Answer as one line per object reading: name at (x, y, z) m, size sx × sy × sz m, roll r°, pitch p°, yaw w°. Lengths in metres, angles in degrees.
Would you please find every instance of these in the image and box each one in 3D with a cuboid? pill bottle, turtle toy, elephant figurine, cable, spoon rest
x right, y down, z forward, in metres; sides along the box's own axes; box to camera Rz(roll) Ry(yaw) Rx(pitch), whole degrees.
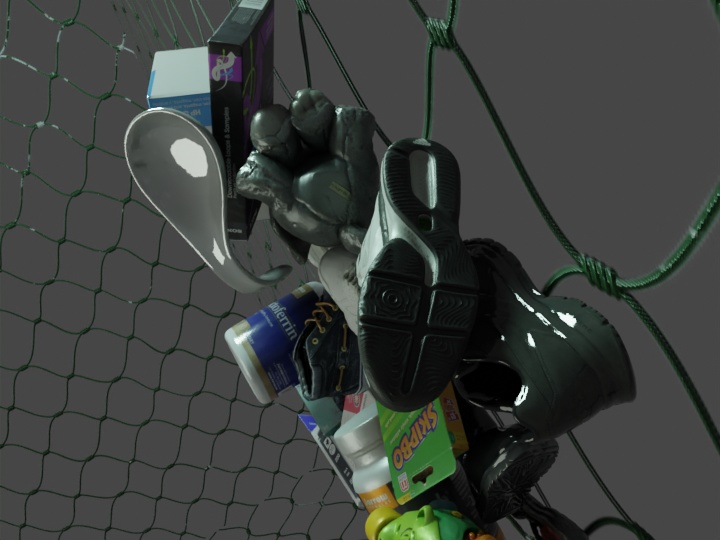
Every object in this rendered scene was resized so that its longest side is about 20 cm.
pill bottle at (-0.080, 0.088, 0.996) m, size 0.116 × 0.198 × 0.116 m, roll 54°, pitch 165°, yaw 22°
turtle toy at (0.088, 0.296, 0.642) m, size 0.145 × 0.100 × 0.203 m, roll 21°, pitch 129°, yaw 64°
elephant figurine at (-0.037, -0.080, 0.683) m, size 0.200 × 0.139 × 0.158 m, roll 91°, pitch -170°, yaw -81°
cable at (0.168, 0.250, 0.689) m, size 0.098 × 0.050 × 0.200 m, roll 60°, pitch 168°, yaw -24°
pill bottle at (0.061, 0.239, 0.761) m, size 0.202 × 0.115 × 0.116 m, roll 58°, pitch 167°, yaw 2°
spoon rest at (-0.139, -0.056, 0.646) m, size 0.201 × 0.098 × 0.061 m, roll 55°, pitch -147°, yaw -22°

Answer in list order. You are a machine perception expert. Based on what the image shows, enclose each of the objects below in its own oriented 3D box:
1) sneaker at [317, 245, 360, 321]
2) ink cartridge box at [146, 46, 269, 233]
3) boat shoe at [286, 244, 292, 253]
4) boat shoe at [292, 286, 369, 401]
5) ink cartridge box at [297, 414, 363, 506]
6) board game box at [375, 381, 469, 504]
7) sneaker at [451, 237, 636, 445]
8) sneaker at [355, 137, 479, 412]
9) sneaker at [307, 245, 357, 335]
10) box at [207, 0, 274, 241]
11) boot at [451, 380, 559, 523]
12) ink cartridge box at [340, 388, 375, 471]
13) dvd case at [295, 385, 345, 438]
sneaker at (0.022, 0.013, 0.635) m, size 0.199 × 0.078 × 0.099 m, roll 28°, pitch 170°, yaw 42°
ink cartridge box at (-0.173, -0.152, 0.865) m, size 0.130 × 0.123 × 0.202 m, roll -103°, pitch 8°, yaw -51°
boat shoe at (-0.071, -0.089, 0.890) m, size 0.073 × 0.075 × 0.201 m, roll 62°, pitch 161°, yaw 21°
boat shoe at (-0.038, 0.063, 0.893) m, size 0.070 × 0.090 × 0.204 m, roll 1°, pitch 97°, yaw 59°
ink cartridge box at (0.024, 0.285, 1.106) m, size 0.196 × 0.044 × 0.200 m, roll 18°, pitch -161°, yaw -41°
board game box at (0.047, 0.109, 0.678) m, size 0.096 × 0.030 × 0.203 m, roll -47°, pitch 42°, yaw 43°
sneaker at (0.088, 0.041, 0.479) m, size 0.077 × 0.090 × 0.200 m, roll 65°, pitch 168°, yaw -27°
sneaker at (0.033, 0.018, 0.498) m, size 0.116 × 0.074 × 0.203 m, roll 104°, pitch 174°, yaw -56°
sneaker at (0.000, 0.000, 0.811) m, size 0.202 × 0.075 × 0.092 m, roll 59°, pitch 162°, yaw -24°
box at (-0.113, -0.151, 0.700) m, size 0.144 × 0.035 × 0.202 m, roll -82°, pitch -1°, yaw -52°
boot at (0.101, 0.119, 0.684) m, size 0.166 × 0.065 × 0.202 m, roll 101°, pitch 151°, yaw -50°
ink cartridge box at (0.054, 0.235, 0.936) m, size 0.200 × 0.082 × 0.149 m, roll 47°, pitch 135°, yaw 49°
dvd case at (-0.047, 0.132, 1.090) m, size 0.201 × 0.145 × 0.022 m, roll 53°, pitch -176°, yaw 34°
